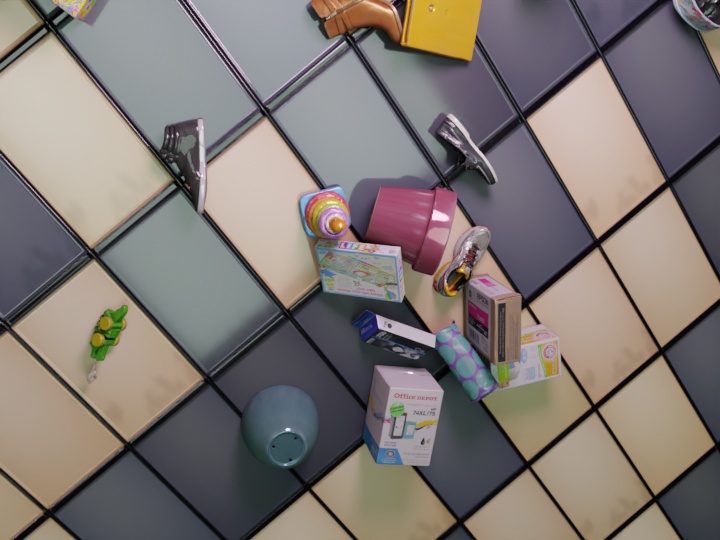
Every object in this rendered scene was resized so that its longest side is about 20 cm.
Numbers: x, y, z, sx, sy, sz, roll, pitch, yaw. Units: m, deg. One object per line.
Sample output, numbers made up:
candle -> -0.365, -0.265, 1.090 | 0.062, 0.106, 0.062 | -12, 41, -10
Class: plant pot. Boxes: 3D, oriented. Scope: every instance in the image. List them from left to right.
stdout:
plant pot -> -0.187, 0.399, 1.699 | 0.196, 0.135, 0.204 | -3, 105, -13
plant pot -> 0.111, -0.108, 1.620 | 0.176, 0.200, 0.204 | 16, 101, -1

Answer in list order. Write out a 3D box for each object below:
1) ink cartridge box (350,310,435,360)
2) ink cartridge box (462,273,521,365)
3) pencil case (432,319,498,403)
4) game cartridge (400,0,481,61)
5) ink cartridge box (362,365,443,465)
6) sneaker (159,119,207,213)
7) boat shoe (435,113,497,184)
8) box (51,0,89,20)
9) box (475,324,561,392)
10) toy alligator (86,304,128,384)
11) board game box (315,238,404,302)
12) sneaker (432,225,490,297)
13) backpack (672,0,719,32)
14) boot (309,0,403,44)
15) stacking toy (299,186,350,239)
ink cartridge box -> 0.078, 0.162, 1.722 | 0.197, 0.099, 0.040 | 21, 58, -16
ink cartridge box -> 0.319, 0.115, 1.713 | 0.074, 0.200, 0.168 | -8, 106, -12
pencil case -> 0.257, 0.229, 1.750 | 0.084, 0.093, 0.201 | -34, 78, -4
game cartridge -> 0.184, -0.573, 1.556 | 0.197, 0.032, 0.180 | 0, 106, -38
ink cartridge box -> 0.104, 0.360, 1.753 | 0.144, 0.146, 0.204 | 6, 103, -15
sneaker -> -0.385, -0.225, 1.523 | 0.097, 0.071, 0.204 | -3, 99, -11
boat shoe -> 0.249, -0.272, 1.661 | 0.066, 0.075, 0.200 | -39, 109, 1
box -> -0.569, -0.626, 1.341 | 0.191, 0.122, 0.201 | 34, 95, -20
box -> 0.410, 0.226, 1.817 | 0.196, 0.101, 0.115 | -11, 108, -11
toy alligator -> -0.586, 0.156, 1.582 | 0.054, 0.059, 0.202 | 32, 99, 23
board game box -> 0.000, 0.000, 1.615 | 0.196, 0.034, 0.136 | 7, 130, 18
sneaker -> 0.262, -0.017, 1.727 | 0.077, 0.082, 0.202 | 30, 95, -19
backpack -> 0.840, -0.676, 1.658 | 0.176, 0.150, 0.202 | 31, 88, -17
boot -> -0.004, -0.551, 1.534 | 0.154, 0.074, 0.201 | -34, 111, 5
stacking toy -> -0.062, -0.112, 1.559 | 0.114, 0.200, 0.112 | -15, 108, -10
